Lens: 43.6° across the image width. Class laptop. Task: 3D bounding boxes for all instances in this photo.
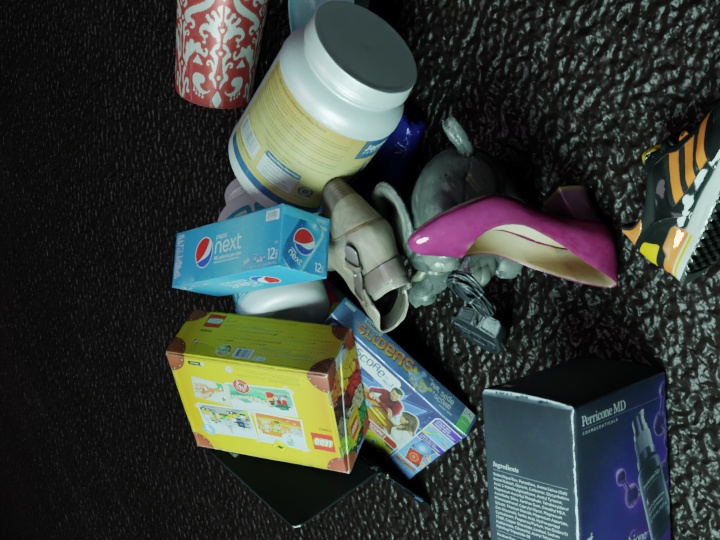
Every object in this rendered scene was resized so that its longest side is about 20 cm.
[{"bbox_3d":[-0.044,0.246,1.068,0.176,0.200,0.104,28,79,44],"label":"laptop"}]

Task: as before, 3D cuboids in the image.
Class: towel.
[{"bbox_3d":[-0.002,-0.125,1.069,0.148,0.049,0.203,43,129,29],"label":"towel"}]

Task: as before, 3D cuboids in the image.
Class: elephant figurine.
[{"bbox_3d":[0.077,-0.050,0.935,0.199,0.139,0.158,5,73,65],"label":"elephant figurine"}]

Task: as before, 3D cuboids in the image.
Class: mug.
[{"bbox_3d":[-0.177,-0.339,1.200,0.131,0.178,0.204,17,121,8],"label":"mug"}]

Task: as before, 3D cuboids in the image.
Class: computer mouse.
[{"bbox_3d":[0.117,0.036,0.880,0.058,0.200,0.034,29,79,20],"label":"computer mouse"}]

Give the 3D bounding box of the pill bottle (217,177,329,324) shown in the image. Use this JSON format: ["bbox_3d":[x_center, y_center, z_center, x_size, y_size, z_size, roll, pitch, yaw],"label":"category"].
[{"bbox_3d":[-0.111,-0.020,1.088,0.111,0.109,0.203,-53,45,42],"label":"pill bottle"}]

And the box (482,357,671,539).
[{"bbox_3d":[0.197,0.195,0.813,0.103,0.146,0.205,4,102,49],"label":"box"}]

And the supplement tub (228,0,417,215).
[{"bbox_3d":[-0.042,-0.166,0.957,0.200,0.143,0.147,-48,62,43],"label":"supplement tub"}]

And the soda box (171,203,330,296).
[{"bbox_3d":[-0.121,-0.017,0.964,0.198,0.067,0.066,-9,73,46],"label":"soda box"}]

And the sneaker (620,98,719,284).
[{"bbox_3d":[0.269,-0.093,0.722,0.090,0.069,0.204,37,127,36],"label":"sneaker"}]

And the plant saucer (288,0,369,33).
[{"bbox_3d":[-0.033,-0.327,1.039,0.199,0.035,0.205,-165,73,-64],"label":"plant saucer"}]

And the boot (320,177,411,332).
[{"bbox_3d":[0.000,0.000,0.972,0.148,0.069,0.201,60,167,22],"label":"boot"}]

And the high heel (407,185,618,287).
[{"bbox_3d":[0.141,-0.016,0.798,0.068,0.196,0.098,118,136,-64],"label":"high heel"}]

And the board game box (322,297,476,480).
[{"bbox_3d":[0.020,0.140,1.033,0.199,0.035,0.136,42,136,0],"label":"board game box"}]

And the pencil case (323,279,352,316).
[{"bbox_3d":[-0.076,0.034,1.164,0.200,0.087,0.090,44,129,36],"label":"pencil case"}]

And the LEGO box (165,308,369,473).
[{"bbox_3d":[-0.101,0.134,1.006,0.196,0.078,0.151,6,129,20],"label":"LEGO box"}]
